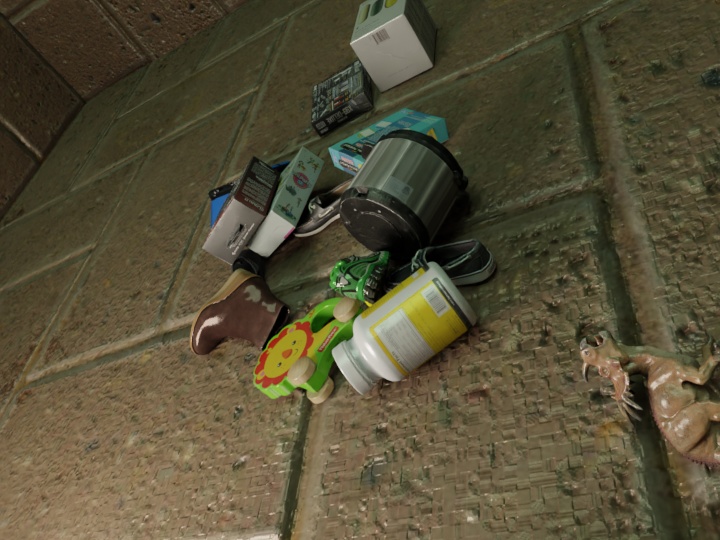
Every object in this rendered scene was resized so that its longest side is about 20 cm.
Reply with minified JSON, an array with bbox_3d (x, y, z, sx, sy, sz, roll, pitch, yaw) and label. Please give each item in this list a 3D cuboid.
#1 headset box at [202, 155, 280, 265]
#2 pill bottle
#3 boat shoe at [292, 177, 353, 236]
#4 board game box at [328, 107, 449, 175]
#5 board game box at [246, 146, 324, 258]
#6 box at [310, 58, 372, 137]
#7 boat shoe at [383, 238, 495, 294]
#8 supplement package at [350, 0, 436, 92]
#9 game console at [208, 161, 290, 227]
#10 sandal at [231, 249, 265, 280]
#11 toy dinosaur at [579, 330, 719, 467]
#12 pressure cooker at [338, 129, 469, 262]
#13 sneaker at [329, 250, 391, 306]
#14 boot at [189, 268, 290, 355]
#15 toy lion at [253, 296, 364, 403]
[{"bbox_3d":[-0.247,-0.121,1.376,0.149,0.077,0.201,-50,20,31],"label":"headset box"},{"bbox_3d":[0.060,0.087,0.957,0.199,0.112,0.112,-37,35,4],"label":"pill bottle"},{"bbox_3d":[-0.069,-0.131,1.356,0.198,0.060,0.074,-20,42,27],"label":"boat shoe"},{"bbox_3d":[0.056,-0.259,1.345,0.199,0.047,0.151,-31,32,-17],"label":"board game box"},{"bbox_3d":[-0.162,-0.145,1.410,0.147,0.064,0.201,-38,27,48],"label":"board game box"},{"bbox_3d":[-0.049,-0.444,1.686,0.157,0.050,0.201,-26,38,19],"label":"box"},{"bbox_3d":[0.111,-0.006,1.047,0.198,0.068,0.072,-12,43,37],"label":"boat shoe"},{"bbox_3d":[0.085,-0.578,1.620,0.151,0.151,0.201,-19,40,27],"label":"supplement package"},{"bbox_3d":[-0.266,-0.173,1.621,0.198,0.120,0.170,-14,11,31],"label":"game console"},{"bbox_3d":[-0.234,0.009,1.372,0.076,0.043,0.201,-37,35,5],"label":"sandal"},{"bbox_3d":[0.330,0.141,0.686,0.135,0.086,0.201,-38,50,21],"label":"toy dinosaur"},{"bbox_3d":[0.080,-0.137,1.124,0.178,0.176,0.201,-1,50,50],"label":"pressure cooker"},{"bbox_3d":[0.000,0.000,1.062,0.200,0.084,0.079,-41,-31,-81],"label":"sneaker"},{"bbox_3d":[-0.232,0.107,1.244,0.166,0.072,0.201,37,96,40],"label":"boot"},{"bbox_3d":[-0.090,0.128,1.105,0.201,0.069,0.191,-53,30,-18],"label":"toy lion"}]
